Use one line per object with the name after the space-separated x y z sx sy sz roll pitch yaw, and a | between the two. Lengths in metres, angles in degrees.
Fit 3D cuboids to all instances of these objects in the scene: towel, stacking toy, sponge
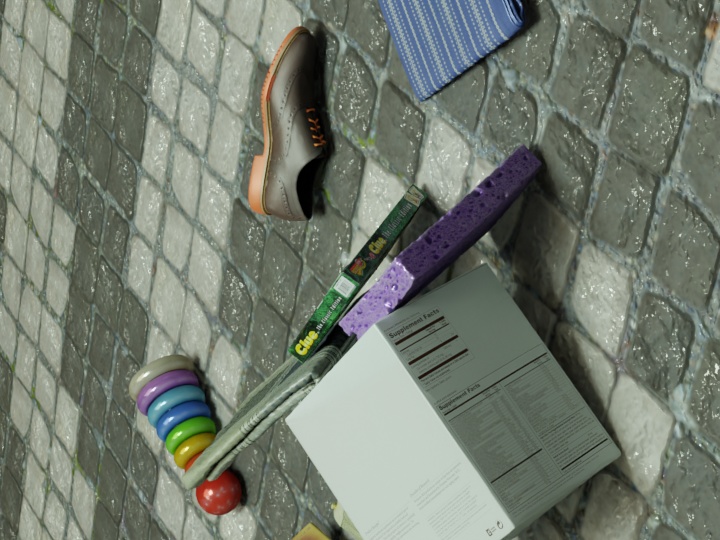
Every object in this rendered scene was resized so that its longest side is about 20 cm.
-0.066 0.113 1.674 0.035 0.193 0.200 46 121 -5 | towel
0.077 -0.251 1.613 0.200 0.024 0.146 -30 78 61 | towel
-0.200 0.203 2.125 0.201 0.085 0.086 61 142 25 | stacking toy
0.070 -0.022 1.523 0.030 0.200 0.112 45 141 5 | sponge

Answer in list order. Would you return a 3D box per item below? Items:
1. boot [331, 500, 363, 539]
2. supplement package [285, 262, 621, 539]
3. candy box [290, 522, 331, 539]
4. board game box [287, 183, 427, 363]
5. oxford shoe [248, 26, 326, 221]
0.001 0.172 1.788 0.200 0.071 0.156 49 137 43 | boot
0.076 0.142 1.535 0.201 0.146 0.191 55 141 11 | supplement package
-0.034 0.351 1.825 0.200 0.116 0.057 32 156 51 | candy box
0.000 0.000 1.647 0.023 0.200 0.105 38 122 0 | board game box
-0.061 -0.150 1.855 0.072 0.071 0.202 17 110 26 | oxford shoe
